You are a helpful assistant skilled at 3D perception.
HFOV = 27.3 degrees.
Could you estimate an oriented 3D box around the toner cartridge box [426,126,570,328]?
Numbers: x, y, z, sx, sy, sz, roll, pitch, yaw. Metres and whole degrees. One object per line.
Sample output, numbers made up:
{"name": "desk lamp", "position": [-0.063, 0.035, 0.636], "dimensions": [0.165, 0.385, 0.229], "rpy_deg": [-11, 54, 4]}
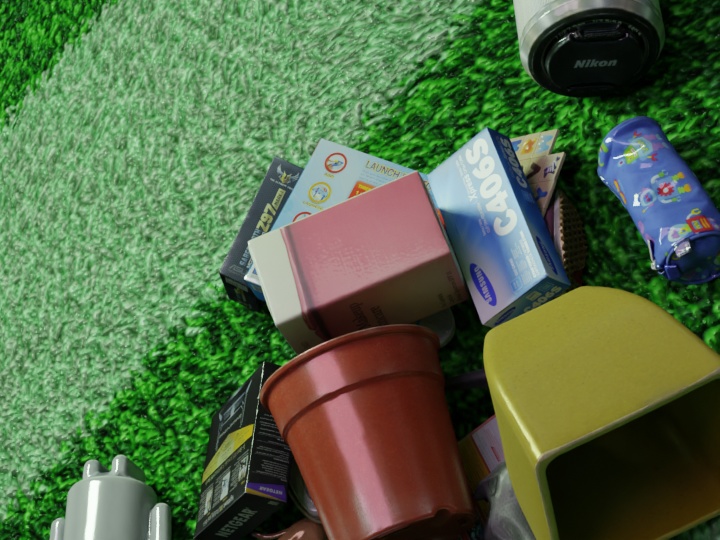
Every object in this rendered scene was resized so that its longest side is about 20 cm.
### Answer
{"name": "toner cartridge box", "position": [0.144, -0.045, 1.578], "dimensions": [0.095, 0.043, 0.201], "rpy_deg": [-40, 53, 29]}

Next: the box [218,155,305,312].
{"name": "box", "position": [-0.115, -0.041, 1.825], "dimensions": [0.051, 0.200, 0.159], "rpy_deg": [25, 81, 2]}

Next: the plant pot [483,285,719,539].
{"name": "plant pot", "position": [0.215, 0.129, 1.372], "dimensions": [0.194, 0.195, 0.200], "rpy_deg": [-24, 43, -8]}

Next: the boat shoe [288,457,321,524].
{"name": "boat shoe", "position": [-0.053, 0.190, 1.690], "dimensions": [0.069, 0.074, 0.201], "rpy_deg": [106, 156, -47]}

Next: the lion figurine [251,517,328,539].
{"name": "lion figurine", "position": [-0.053, 0.323, 1.630], "dimensions": [0.122, 0.072, 0.200], "rpy_deg": [-39, 41, 8]}

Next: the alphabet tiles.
{"name": "alphabet tiles", "position": [0.159, -0.078, 1.670], "dimensions": [0.200, 0.006, 0.167], "rpy_deg": [-4, 62, 64]}

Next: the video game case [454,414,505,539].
{"name": "video game case", "position": [0.131, 0.237, 1.540], "dimensions": [0.200, 0.017, 0.143], "rpy_deg": [-39, 53, 17]}

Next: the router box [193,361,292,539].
{"name": "router box", "position": [-0.130, 0.215, 1.708], "dimensions": [0.200, 0.052, 0.158], "rpy_deg": [134, 148, -57]}

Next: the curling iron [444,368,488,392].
{"name": "curling iron", "position": [0.157, 0.113, 1.547], "dimensions": [0.199, 0.026, 0.050], "rpy_deg": [-6, 46, 36]}

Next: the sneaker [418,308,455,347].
{"name": "sneaker", "position": [0.034, 0.029, 1.730], "dimensions": [0.200, 0.071, 0.073], "rpy_deg": [38, 79, 26]}

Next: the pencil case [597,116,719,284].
{"name": "pencil case", "position": [0.310, -0.070, 1.528], "dimensions": [0.086, 0.078, 0.201], "rpy_deg": [-23, 47, 1]}

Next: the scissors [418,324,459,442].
{"name": "scissors", "position": [0.087, 0.154, 1.623], "dimensions": [0.073, 0.014, 0.202], "rpy_deg": [-8, 68, 34]}

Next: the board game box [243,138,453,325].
{"name": "board game box", "position": [0.001, -0.029, 1.693], "dimensions": [0.199, 0.056, 0.197], "rpy_deg": [21, 72, 22]}

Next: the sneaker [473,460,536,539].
{"name": "sneaker", "position": [0.169, 0.274, 1.449], "dimensions": [0.090, 0.066, 0.201], "rpy_deg": [-35, 59, 22]}

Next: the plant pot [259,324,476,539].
{"name": "plant pot", "position": [0.020, 0.189, 1.518], "dimensions": [0.200, 0.200, 0.196], "rpy_deg": [-32, 63, 24]}

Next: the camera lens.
{"name": "camera lens", "position": [0.250, -0.308, 1.664], "dimensions": [0.159, 0.160, 0.201], "rpy_deg": [-24, 52, 29]}

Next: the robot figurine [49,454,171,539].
{"name": "robot figurine", "position": [-0.307, 0.331, 1.820], "dimensions": [0.168, 0.113, 0.201], "rpy_deg": [-12, 57, 20]}

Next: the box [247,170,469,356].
{"name": "box", "position": [0.000, 0.000, 1.575], "dimensions": [0.199, 0.128, 0.110], "rpy_deg": [-23, 63, 4]}

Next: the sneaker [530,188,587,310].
{"name": "sneaker", "position": [0.192, 0.006, 1.593], "dimensions": [0.090, 0.075, 0.201], "rpy_deg": [-15, 56, 28]}
